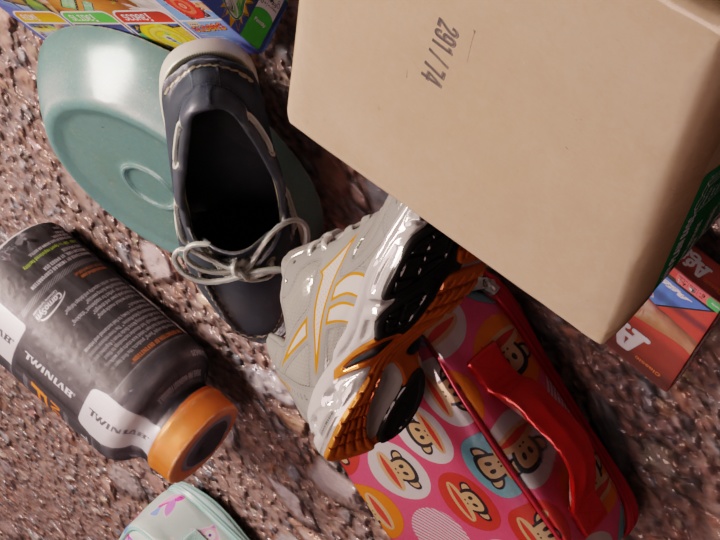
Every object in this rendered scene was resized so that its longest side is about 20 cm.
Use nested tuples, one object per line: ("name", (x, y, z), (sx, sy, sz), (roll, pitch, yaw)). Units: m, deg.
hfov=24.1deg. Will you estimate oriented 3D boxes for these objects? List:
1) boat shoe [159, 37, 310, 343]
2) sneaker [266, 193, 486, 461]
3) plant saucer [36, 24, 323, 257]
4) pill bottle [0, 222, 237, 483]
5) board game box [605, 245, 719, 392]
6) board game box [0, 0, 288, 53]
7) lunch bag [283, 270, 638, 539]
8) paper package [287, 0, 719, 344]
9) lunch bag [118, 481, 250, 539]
("boat shoe", (-0.065, -0.028, 0.906), (0.062, 0.075, 0.200), (-99, 4, -48))
("sneaker", (0.000, 0.000, 0.830), (0.092, 0.076, 0.200), (46, 129, 28))
("plant saucer", (-0.116, -0.060, 0.993), (0.200, 0.036, 0.200), (27, 155, 14))
("pill bottle", (-0.183, 0.063, 1.206), (0.200, 0.106, 0.106), (39, 150, 15))
("board game box", (0.087, -0.029, 0.815), (0.200, 0.019, 0.103), (40, 158, 14))
("board game box", (-0.151, -0.167, 0.901), (0.200, 0.034, 0.135), (9, 159, 47))
("lunch bag", (0.060, 0.090, 0.939), (0.176, 0.082, 0.200), (-9, 118, 55))
("paper package", (0.074, -0.101, 0.671), (0.191, 0.103, 0.200), (37, 148, 18))
("lunch bag", (-0.113, 0.274, 1.396), (0.200, 0.077, 0.160), (44, 149, 6))
